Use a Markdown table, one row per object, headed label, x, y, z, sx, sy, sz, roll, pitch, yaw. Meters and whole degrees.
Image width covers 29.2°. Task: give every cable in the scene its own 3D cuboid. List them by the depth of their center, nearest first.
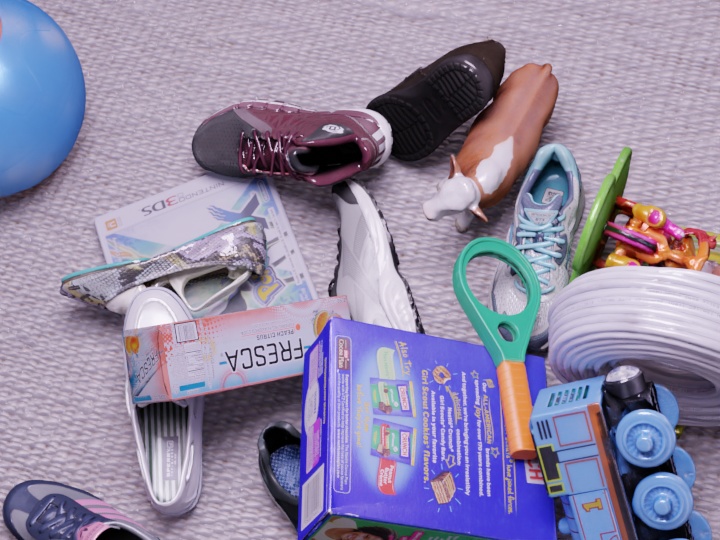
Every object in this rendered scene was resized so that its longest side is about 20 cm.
| label | x | y | z | sx | sy | sz | roll | pitch | yaw |
| --- | --- | --- | --- | --- | --- | --- | --- | --- | --- |
| cable | 0.245 | 0.062 | 1.098 | 0.198 | 0.200 | 0.070 | 8 | 68 | 23 |

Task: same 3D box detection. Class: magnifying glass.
| label | x | y | z | sx | sy | sz | roll | pitch | yaw |
| --- | --- | --- | --- | --- | --- | --- | --- | --- | --- |
| magnifying glass | 0.121 | 0.061 | 1.149 | 0.079 | 0.022 | 0.202 | 8 | 54 | -22 |

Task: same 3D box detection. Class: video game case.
| label | x | y | z | sx | sy | sz | roll | pitch | yaw |
| --- | --- | --- | --- | --- | --- | --- | --- | --- | --- |
| video game case | -0.146 | -0.001 | 1.318 | 0.180 | 0.022 | 0.201 | -21 | 60 | -3 |

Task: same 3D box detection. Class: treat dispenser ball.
| label | x | y | z | sx | sy | sz | roll | pitch | yaw |
| --- | --- | --- | --- | --- | --- | --- | --- | --- | --- |
| treat dispenser ball | -0.369 | -0.172 | 1.347 | 0.198 | 0.202 | 0.203 | -4 | 60 | 7 |

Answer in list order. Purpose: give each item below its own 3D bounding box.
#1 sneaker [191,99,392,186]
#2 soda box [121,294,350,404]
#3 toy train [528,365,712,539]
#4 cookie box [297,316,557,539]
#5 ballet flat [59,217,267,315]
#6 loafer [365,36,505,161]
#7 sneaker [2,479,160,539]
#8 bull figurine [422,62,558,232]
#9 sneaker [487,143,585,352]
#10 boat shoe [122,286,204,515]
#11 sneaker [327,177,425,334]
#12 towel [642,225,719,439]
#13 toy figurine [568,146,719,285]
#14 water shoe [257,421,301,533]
| label | x | y | z | sx | sy | sz | roll | pitch | yaw |
| --- | --- | --- | --- | --- | --- | --- | --- | --- | --- |
| sneaker | -0.074 | -0.115 | 1.283 | 0.197 | 0.077 | 0.116 | -3 | 16 | 12 |
| soda box | -0.100 | 0.066 | 1.177 | 0.198 | 0.068 | 0.064 | -8 | 89 | -39 |
| toy train | 0.204 | 0.175 | 1.077 | 0.113 | 0.087 | 0.202 | -13 | 101 | 19 |
| cookie box | 0.054 | 0.145 | 1.124 | 0.198 | 0.075 | 0.173 | 12 | 58 | -18 |
| ballet flat | -0.178 | 0.011 | 1.269 | 0.198 | 0.072 | 0.073 | -17 | 59 | 1 |
| loafer | 0.077 | -0.160 | 1.297 | 0.071 | 0.199 | 0.073 | -41 | 102 | -30 |
| sneaker | -0.229 | 0.223 | 1.169 | 0.198 | 0.082 | 0.071 | 22 | 66 | 20 |
| bull figurine | 0.118 | -0.104 | 1.270 | 0.065 | 0.121 | 0.201 | 38 | 67 | -3 |
| sneaker | 0.157 | -0.025 | 1.245 | 0.077 | 0.087 | 0.202 | 6 | 62 | 12 |
| boat shoe | -0.167 | 0.109 | 1.198 | 0.073 | 0.067 | 0.202 | -11 | 80 | -3 |
| sneaker | 0.000 | 0.000 | 1.266 | 0.078 | 0.074 | 0.202 | -19 | 59 | 4 |
| towel | 0.271 | 0.049 | 1.228 | 0.085 | 0.018 | 0.202 | 13 | 64 | 22 |
| toy figurine | 0.279 | -0.005 | 1.152 | 0.182 | 0.200 | 0.152 | 22 | 91 | 12 |
| water shoe | -0.021 | 0.209 | 1.145 | 0.071 | 0.079 | 0.200 | -42 | 63 | -14 |
